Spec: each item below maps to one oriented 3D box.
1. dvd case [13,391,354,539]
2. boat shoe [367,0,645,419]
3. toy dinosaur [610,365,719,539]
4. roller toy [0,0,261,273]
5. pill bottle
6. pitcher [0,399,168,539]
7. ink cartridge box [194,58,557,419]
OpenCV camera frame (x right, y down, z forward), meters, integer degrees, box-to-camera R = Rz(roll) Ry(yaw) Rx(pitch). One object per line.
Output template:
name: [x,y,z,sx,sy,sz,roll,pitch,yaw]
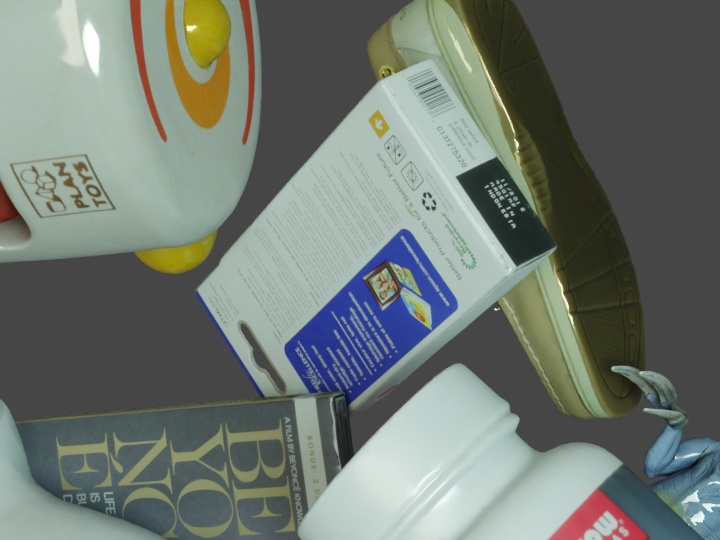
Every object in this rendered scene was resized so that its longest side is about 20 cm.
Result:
dvd case: [-0.085,0.137,0.969,0.200,0.016,0.149,-7,92,29]
boat shoe: [0.062,-0.026,0.908,0.066,0.074,0.200,-22,85,33]
toy dinosaur: [0.132,0.092,0.892,0.181,0.200,0.105,-23,78,-18]
roller toy: [-0.121,-0.095,0.901,0.140,0.182,0.200,-4,91,18]
pill bottle: [0.078,0.134,0.772,0.200,0.120,0.120,43,105,9]
pitcher: [-0.132,0.177,0.936,0.200,0.121,0.172,37,133,32]
ink cartridge box: [0.000,0.000,0.910,0.095,0.037,0.200,57,141,8]
